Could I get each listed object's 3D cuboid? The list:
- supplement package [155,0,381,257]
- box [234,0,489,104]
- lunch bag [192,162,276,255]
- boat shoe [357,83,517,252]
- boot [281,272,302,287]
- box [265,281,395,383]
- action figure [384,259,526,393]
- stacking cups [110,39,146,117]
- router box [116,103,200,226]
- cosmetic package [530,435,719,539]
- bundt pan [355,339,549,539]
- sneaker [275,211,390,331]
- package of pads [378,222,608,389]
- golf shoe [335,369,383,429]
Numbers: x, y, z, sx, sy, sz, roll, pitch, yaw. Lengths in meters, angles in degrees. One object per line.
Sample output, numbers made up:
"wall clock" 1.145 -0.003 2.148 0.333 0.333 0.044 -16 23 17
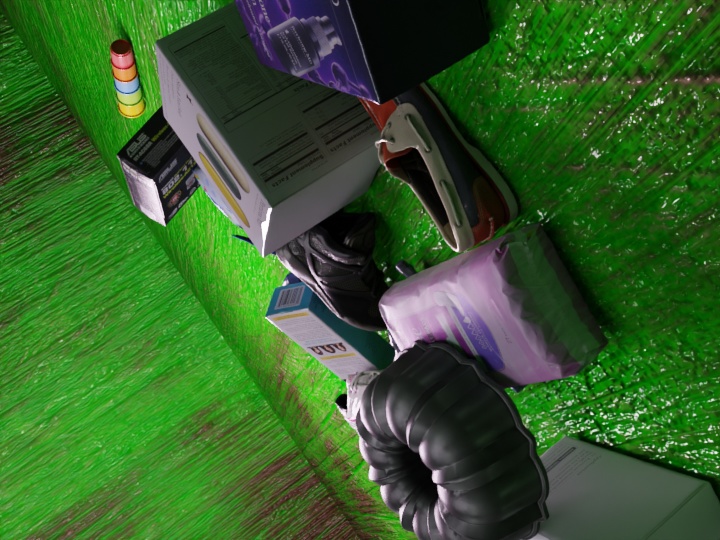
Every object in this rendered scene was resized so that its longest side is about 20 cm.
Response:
"supplement package" -0.093 -0.153 0.830 0.201 0.150 0.152 54 162 8
"box" -0.017 -0.225 0.583 0.200 0.104 0.149 33 151 53
"lunch bag" -0.109 -0.084 1.061 0.200 0.127 0.170 52 165 -29
"boat shoe" 0.050 -0.102 0.687 0.200 0.062 0.071 52 164 18
"boot" -0.076 0.032 1.190 0.200 0.090 0.073 114 135 -67
"box" -0.034 0.091 1.106 0.082 0.049 0.200 -11 139 37
"action figure" 0.085 0.097 0.878 0.200 0.104 0.194 44 165 34
"stacking cups" -0.470 -0.381 1.592 0.061 0.060 0.200 53 162 12
"router box" -0.237 -0.177 1.095 0.062 0.201 0.150 33 160 6
"cosmetic package" 0.247 0.281 0.724 0.200 0.122 0.200 60 164 -11
"bundt pan" 0.067 0.169 0.707 0.202 0.075 0.203 37 141 37
"sneaker" 0.000 0.000 0.967 0.114 0.077 0.199 -23 124 41
"package of pads" 0.107 0.043 0.703 0.121 0.075 0.200 61 148 -1
"golf shoe" 0.019 0.171 1.088 0.092 0.073 0.200 34 143 2
